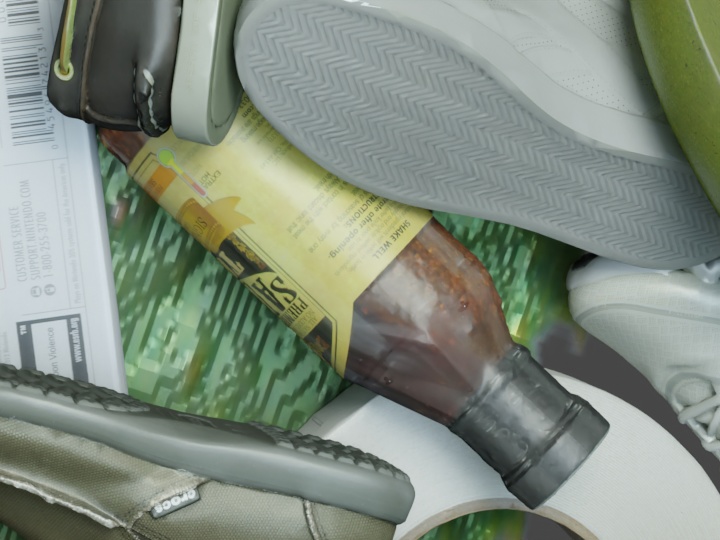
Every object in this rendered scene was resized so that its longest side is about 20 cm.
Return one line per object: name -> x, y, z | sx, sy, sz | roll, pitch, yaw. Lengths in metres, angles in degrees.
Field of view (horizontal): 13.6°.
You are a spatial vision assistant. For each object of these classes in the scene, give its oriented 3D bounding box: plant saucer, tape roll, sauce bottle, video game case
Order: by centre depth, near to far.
sauce bottle -> 0.000, 0.000, 1.031 | 0.200, 0.066, 0.066 | 44, 84, 2
video game case -> -0.177, -0.010, 1.031 | 0.181, 0.023, 0.201 | -8, 98, -13
plant saucer -> 0.145, -0.051, 1.032 | 0.031, 0.200, 0.201 | -28, 102, 23
tape roll -> 0.044, 0.132, 1.088 | 0.201, 0.037, 0.204 | -1, 96, -13

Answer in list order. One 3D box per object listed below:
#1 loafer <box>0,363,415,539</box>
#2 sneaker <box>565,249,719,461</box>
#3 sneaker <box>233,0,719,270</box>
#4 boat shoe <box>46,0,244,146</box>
loafer -> -0.083, 0.077, 1.006 | 0.199, 0.075, 0.070 | 13, 92, -6
sneaker -> 0.157, 0.057, 1.080 | 0.199, 0.075, 0.081 | 30, 71, -13
sneaker -> 0.040, -0.080, 1.024 | 0.199, 0.116, 0.074 | 22, 133, -30
boat shoe -> -0.060, -0.144, 0.974 | 0.060, 0.072, 0.203 | 8, 89, 11
